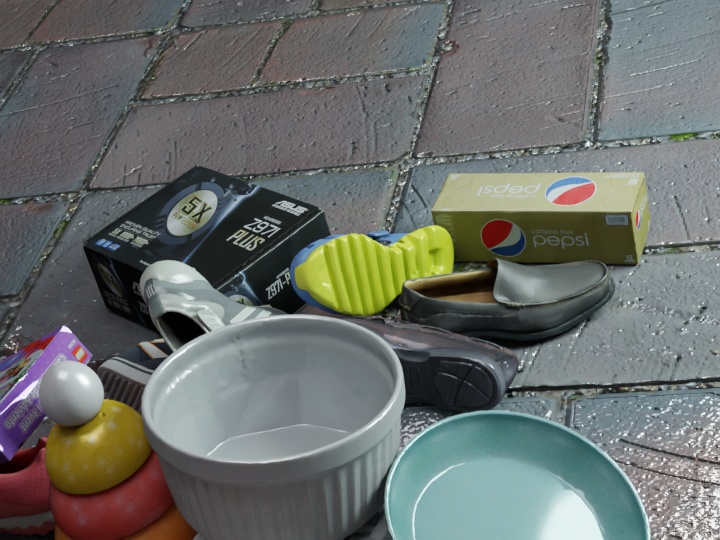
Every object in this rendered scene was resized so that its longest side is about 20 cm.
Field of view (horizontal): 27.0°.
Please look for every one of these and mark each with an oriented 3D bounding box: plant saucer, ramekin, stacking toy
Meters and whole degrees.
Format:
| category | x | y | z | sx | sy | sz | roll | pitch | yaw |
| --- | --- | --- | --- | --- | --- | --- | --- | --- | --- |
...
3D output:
| category | x | y | z | sx | sy | sz | roll | pitch | yaw |
| --- | --- | --- | --- | --- | --- | --- | --- | --- | --- |
| plant saucer | 0.114 | 0.191 | 1.117 | 0.200 | 0.036 | 0.200 | 6 | 43 | -6 |
| ramekin | -0.063 | 0.129 | 1.158 | 0.200 | 0.105 | 0.200 | -4 | 30 | 2 |
| stacking toy | -0.200 | 0.152 | 1.193 | 0.146 | 0.200 | 0.146 | -10 | 35 | 7 |

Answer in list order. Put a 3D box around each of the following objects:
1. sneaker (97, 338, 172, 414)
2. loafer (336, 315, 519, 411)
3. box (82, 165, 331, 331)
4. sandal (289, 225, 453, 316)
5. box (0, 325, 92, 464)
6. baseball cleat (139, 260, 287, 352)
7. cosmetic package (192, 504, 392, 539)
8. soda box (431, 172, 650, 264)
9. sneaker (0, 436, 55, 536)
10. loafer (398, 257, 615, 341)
| category | x | y | z | sx | sy | sz | roll | pitch | yaw |
| --- | --- | --- | --- | --- | --- | --- | --- | --- | --- |
| sneaker | -0.147 | 0.110 | 1.341 | 0.079 | 0.078 | 0.200 | -34 | 42 | -32 |
| loafer | 0.044 | 0.079 | 1.330 | 0.200 | 0.072 | 0.063 | 11 | 26 | 28 |
| box | -0.149 | -0.011 | 1.504 | 0.200 | 0.086 | 0.164 | 22 | 48 | 42 |
| sandal | 0.000 | 0.000 | 1.411 | 0.087 | 0.080 | 0.200 | 1 | 4 | 39 |
| box | -0.325 | 0.131 | 1.242 | 0.200 | 0.039 | 0.137 | -27 | 20 | 36 |
| baseball cleat | -0.114 | 0.066 | 1.321 | 0.070 | 0.200 | 0.106 | -43 | 41 | 23 |
| cosmetic package | -0.064 | 0.239 | 1.151 | 0.151 | 0.052 | 0.200 | 6 | 39 | 32 |
| soda box | 0.175 | -0.051 | 1.456 | 0.200 | 0.064 | 0.068 | 2 | 38 | 22 |
| sneaker | -0.337 | 0.189 | 1.293 | 0.200 | 0.087 | 0.074 | -15 | 33 | 1 |
| loafer | 0.132 | 0.023 | 1.359 | 0.200 | 0.072 | 0.073 | -17 | 33 | -3 |
